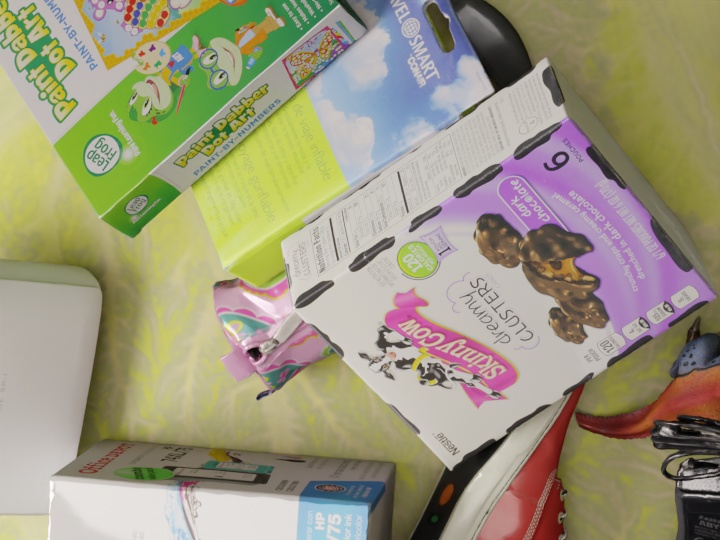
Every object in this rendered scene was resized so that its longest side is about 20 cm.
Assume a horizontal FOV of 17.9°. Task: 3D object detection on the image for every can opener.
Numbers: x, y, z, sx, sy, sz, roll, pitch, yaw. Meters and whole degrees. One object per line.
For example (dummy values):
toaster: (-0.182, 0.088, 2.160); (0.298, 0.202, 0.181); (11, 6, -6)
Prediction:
can opener: (0.108, -0.083, 1.433); (0.067, 0.053, 0.200); (-39, 90, 9)

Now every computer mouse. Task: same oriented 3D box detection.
computer mouse: (0.243, 0.147, 1.390); (0.138, 0.200, 0.053); (15, 55, 14)

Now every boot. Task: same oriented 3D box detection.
boot: (0.120, 0.160, 1.449); (0.144, 0.072, 0.201); (30, 87, -17)

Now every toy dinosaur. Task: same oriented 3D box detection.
toy dinosaur: (0.231, 0.081, 1.365); (0.200, 0.181, 0.105); (-38, 90, 9)

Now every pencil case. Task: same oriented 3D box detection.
pencil case: (0.000, 0.000, 1.437); (0.199, 0.087, 0.088); (-30, 90, 7)

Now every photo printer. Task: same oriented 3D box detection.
photo printer: (-0.265, 0.071, 1.425); (0.069, 0.199, 0.167); (17, 97, 47)

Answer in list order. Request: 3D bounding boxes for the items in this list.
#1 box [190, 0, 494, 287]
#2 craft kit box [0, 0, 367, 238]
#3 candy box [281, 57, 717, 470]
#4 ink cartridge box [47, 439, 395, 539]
box: (-0.015, -0.094, 1.394); (0.200, 0.048, 0.122); (-32, 63, 15)
craft kit box: (-0.125, -0.157, 1.418); (0.197, 0.048, 0.200); (-43, 59, 10)
candy box: (0.081, 0.000, 1.355); (0.200, 0.072, 0.168); (-35, 123, 15)
ink cartridge box: (-0.087, 0.195, 1.433); (0.199, 0.147, 0.147); (4, 96, 6)
